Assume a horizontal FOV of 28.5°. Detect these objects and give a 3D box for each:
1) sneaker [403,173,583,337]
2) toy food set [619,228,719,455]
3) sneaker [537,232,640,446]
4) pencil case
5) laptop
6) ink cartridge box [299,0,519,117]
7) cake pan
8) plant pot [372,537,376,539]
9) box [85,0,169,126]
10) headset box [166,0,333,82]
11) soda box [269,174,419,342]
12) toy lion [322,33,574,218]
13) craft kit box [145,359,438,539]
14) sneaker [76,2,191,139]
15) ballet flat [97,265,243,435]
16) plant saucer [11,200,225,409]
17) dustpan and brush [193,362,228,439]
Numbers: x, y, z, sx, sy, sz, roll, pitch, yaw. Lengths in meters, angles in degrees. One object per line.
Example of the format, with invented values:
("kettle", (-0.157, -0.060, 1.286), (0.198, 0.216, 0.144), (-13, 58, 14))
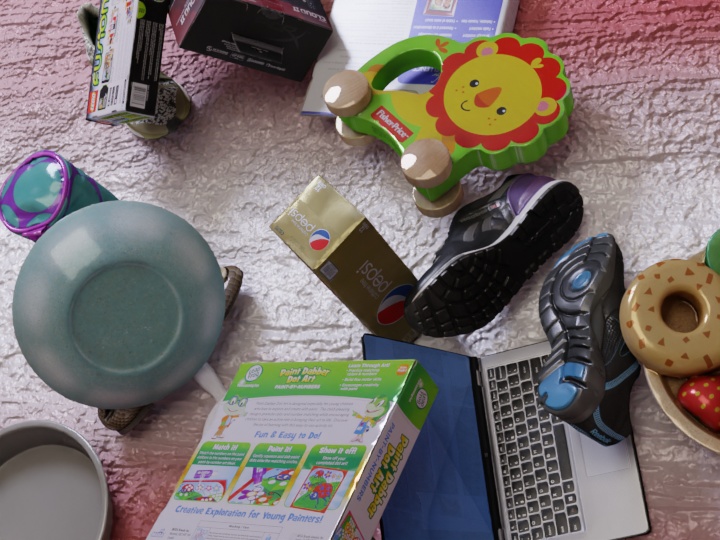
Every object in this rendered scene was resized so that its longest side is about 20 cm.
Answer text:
("sneaker", (0.106, -0.015, 1.281), (0.199, 0.076, 0.087), (-37, 33, -20))
("toy food set", (0.325, 0.057, 1.152), (0.196, 0.049, 0.201), (-26, 65, -3))
("sneaker", (0.197, 0.057, 1.204), (0.073, 0.082, 0.202), (-25, 37, 40))
("pencil case", (-0.268, -0.037, 1.384), (0.084, 0.200, 0.094), (-10, 65, 18))
("laptop", (0.120, 0.135, 1.185), (0.198, 0.116, 0.189), (-15, 61, 16))
("ink cartridge box", (0.055, -0.231, 1.434), (0.195, 0.047, 0.202), (6, 71, 25))
("cake pan", (-0.322, 0.246, 1.369), (0.198, 0.037, 0.203), (-10, 63, 19))
("plant pot", (-0.035, 0.286, 1.149), (0.199, 0.201, 0.194), (-34, 45, 4))
("box", (-0.234, -0.254, 1.446), (0.110, 0.034, 0.203), (1, 83, 58))
("headset box", (-0.124, -0.284, 1.451), (0.075, 0.147, 0.201), (-54, 41, 33))
("soda box", (0.000, 0.000, 1.250), (0.064, 0.200, 0.068), (-45, 57, -3))
("toy lion", (0.091, -0.157, 1.328), (0.191, 0.069, 0.200), (-40, 55, -9))
("craft kit box", (-0.058, 0.160, 1.132), (0.198, 0.049, 0.199), (-4, 49, 41))
("sneaker", (-0.257, -0.218, 1.534), (0.077, 0.089, 0.200), (-41, 57, -1))
("ballet flat", (-0.187, 0.070, 1.379), (0.201, 0.046, 0.067), (-50, 20, -3))
("plant saucer", (-0.217, 0.038, 1.303), (0.201, 0.201, 0.039), (-44, 24, -2))
("dustpan and brush", (-0.113, 0.139, 1.328), (0.139, 0.057, 0.200), (-43, 64, -3))
